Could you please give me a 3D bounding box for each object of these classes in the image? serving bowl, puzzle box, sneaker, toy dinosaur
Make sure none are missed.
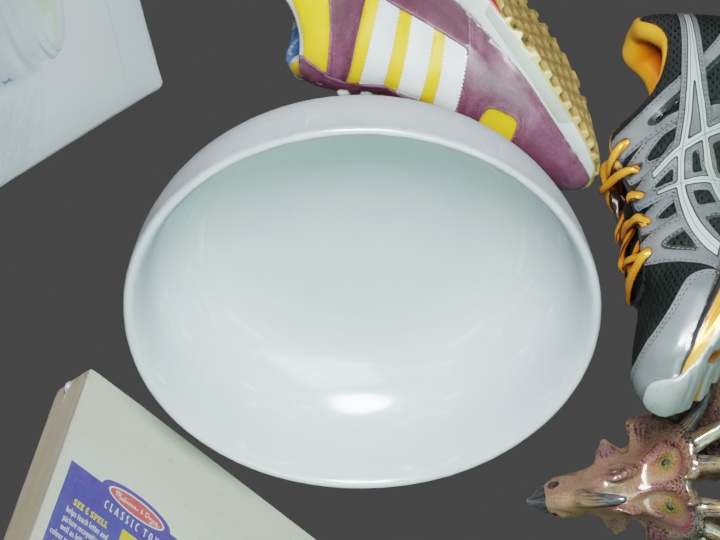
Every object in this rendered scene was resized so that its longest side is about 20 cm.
[{"bbox_3d":[0.000,0.000,1.214,0.199,0.066,0.200,-1,130,-1],"label":"serving bowl"},{"bbox_3d":[-0.067,0.149,1.236,0.200,0.133,0.025,40,131,-22],"label":"puzzle box"},{"bbox_3d":[0.135,-0.027,1.215,0.077,0.200,0.078,15,146,1],"label":"sneaker"},{"bbox_3d":[0.173,0.057,1.245,0.086,0.136,0.200,45,95,4],"label":"toy dinosaur"},{"bbox_3d":[0.020,-0.098,1.207,0.090,0.075,0.200,-35,111,14],"label":"sneaker"}]

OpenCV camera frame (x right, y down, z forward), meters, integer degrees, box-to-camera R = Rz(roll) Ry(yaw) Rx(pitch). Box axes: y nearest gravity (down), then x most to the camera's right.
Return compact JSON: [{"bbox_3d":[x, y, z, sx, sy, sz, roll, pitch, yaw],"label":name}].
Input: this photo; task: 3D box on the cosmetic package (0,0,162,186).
[{"bbox_3d":[-0.198,-0.122,1.058,0.200,0.123,0.200,-38,122,-45],"label":"cosmetic package"}]
